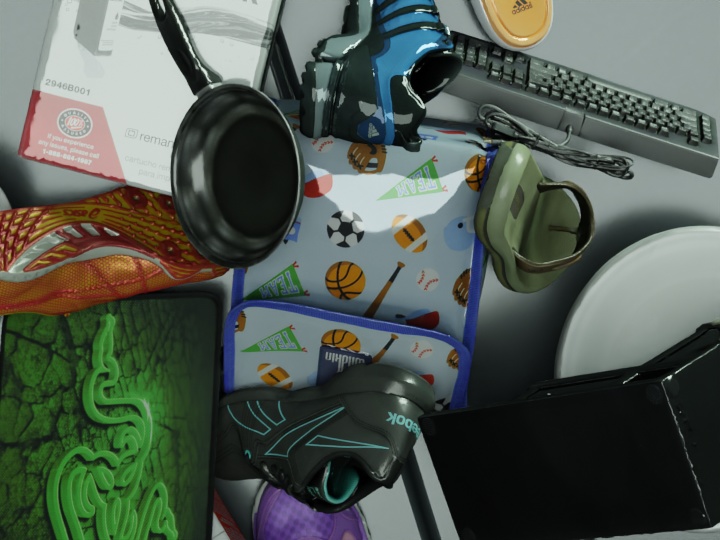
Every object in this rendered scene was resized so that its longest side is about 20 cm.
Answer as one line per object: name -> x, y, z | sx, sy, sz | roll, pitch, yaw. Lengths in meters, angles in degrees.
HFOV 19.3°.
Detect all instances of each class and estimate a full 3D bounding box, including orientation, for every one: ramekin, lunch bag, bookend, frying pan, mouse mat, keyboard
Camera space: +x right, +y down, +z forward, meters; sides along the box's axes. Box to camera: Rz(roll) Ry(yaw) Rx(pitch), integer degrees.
ramekin -> 0.225, 0.068, 1.424 | 0.202, 0.094, 0.203 | 0, 96, -1
lunch bag -> 0.000, 0.000, 1.400 | 0.169, 0.124, 0.201 | 9, 105, 3
bookend -> 0.180, 0.088, 1.320 | 0.200, 0.198, 0.092 | -25, 98, -43
frying pan -> -0.096, -0.084, 1.339 | 0.190, 0.031, 0.115 | 49, 123, 29
mouse mat -> -0.171, 0.111, 1.409 | 0.160, 0.008, 0.201 | -3, 73, 14
keyboard -> 0.140, -0.104, 1.393 | 0.199, 0.127, 0.021 | 17, 125, -2

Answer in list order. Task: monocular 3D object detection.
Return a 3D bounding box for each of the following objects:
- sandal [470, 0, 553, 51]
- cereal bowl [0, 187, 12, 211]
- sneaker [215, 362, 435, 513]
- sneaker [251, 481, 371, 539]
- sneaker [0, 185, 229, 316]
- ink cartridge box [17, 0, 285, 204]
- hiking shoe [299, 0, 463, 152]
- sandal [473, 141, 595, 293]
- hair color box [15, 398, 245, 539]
sandal -> 0.093, -0.248, 1.395 | 0.079, 0.059, 0.207 | -26, 101, -25
cereal bowl -> -0.326, -0.005, 1.378 | 0.083, 0.200, 0.200 | 39, 95, 36
sneaker -> -0.040, 0.116, 1.384 | 0.075, 0.200, 0.079 | 32, 55, -33
sneaker -> -0.025, 0.235, 1.440 | 0.080, 0.088, 0.201 | -10, 95, 1
sneaker -> -0.179, -0.008, 1.409 | 0.199, 0.077, 0.073 | -3, 56, -28
ink cartridge box -> -0.130, -0.156, 1.399 | 0.144, 0.084, 0.201 | 14, 95, -2
hiking shoe -> 0.028, -0.147, 1.367 | 0.086, 0.075, 0.200 | 18, 52, 9
sandal -> 0.118, -0.027, 1.361 | 0.057, 0.201, 0.080 | 12, 85, 16
hair color box -> -0.131, 0.200, 1.408 | 0.111, 0.064, 0.200 | -34, 67, 3
